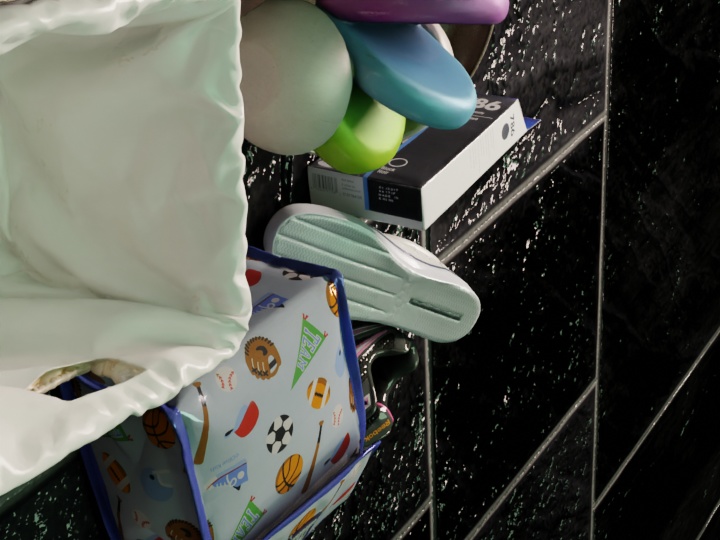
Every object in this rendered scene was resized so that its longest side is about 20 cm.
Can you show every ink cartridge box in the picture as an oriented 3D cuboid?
[{"bbox_3d":[0.053,-0.098,1.087,0.200,0.099,0.040,-43,136,-47],"label":"ink cartridge box"}]

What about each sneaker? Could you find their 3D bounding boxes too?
[{"bbox_3d":[-0.023,0.111,1.048,0.201,0.086,0.081,-63,148,-25],"label":"sneaker"},{"bbox_3d":[0.000,0.000,1.061,0.199,0.071,0.073,28,98,-38],"label":"sneaker"}]

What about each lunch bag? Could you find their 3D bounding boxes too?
[{"bbox_3d":[-0.078,0.114,0.905,0.170,0.123,0.202,-37,132,-40],"label":"lunch bag"}]

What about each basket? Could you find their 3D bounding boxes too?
[{"bbox_3d":[-0.167,-0.035,0.648,0.198,0.160,0.202,-30,127,-53],"label":"basket"}]

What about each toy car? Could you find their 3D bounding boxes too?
[{"bbox_3d":[0.011,-0.157,0.796,0.175,0.149,0.202,-13,98,-57],"label":"toy car"}]

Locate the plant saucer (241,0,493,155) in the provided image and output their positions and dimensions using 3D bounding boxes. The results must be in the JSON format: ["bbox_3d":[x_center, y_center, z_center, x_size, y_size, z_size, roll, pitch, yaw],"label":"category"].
[{"bbox_3d":[-0.003,-0.173,0.937,0.199,0.032,0.202,-13,123,-21],"label":"plant saucer"}]
